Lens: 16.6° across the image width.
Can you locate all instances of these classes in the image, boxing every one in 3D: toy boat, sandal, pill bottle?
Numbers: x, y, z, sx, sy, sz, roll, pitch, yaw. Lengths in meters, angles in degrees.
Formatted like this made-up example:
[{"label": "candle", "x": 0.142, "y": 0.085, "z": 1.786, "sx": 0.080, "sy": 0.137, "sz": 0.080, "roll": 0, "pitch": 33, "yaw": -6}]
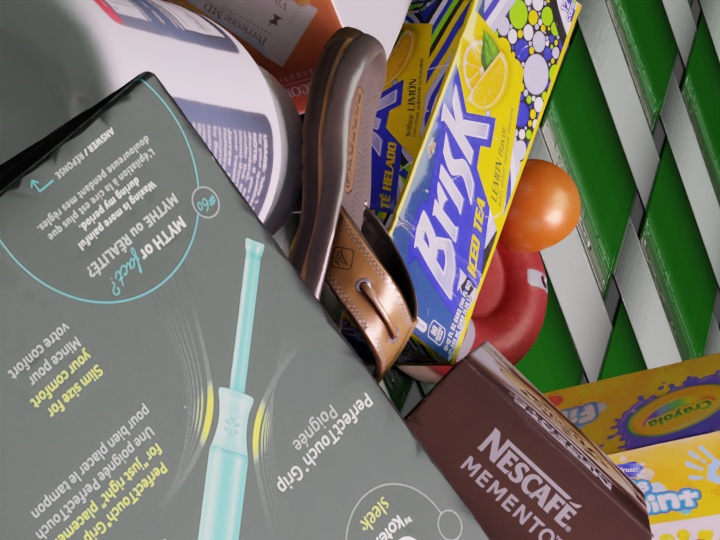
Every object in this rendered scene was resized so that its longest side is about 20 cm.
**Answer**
[{"label": "toy boat", "x": 0.057, "y": -0.023, "z": 1.328, "sx": 0.200, "sy": 0.130, "sz": 0.131, "roll": 43, "pitch": 39, "yaw": -55}, {"label": "sandal", "x": 0.000, "y": 0.000, "z": 1.041, "sx": 0.082, "sy": 0.054, "sz": 0.202, "roll": 14, "pitch": 84, "yaw": -82}, {"label": "pill bottle", "x": -0.099, "y": -0.049, "z": 0.963, "sx": 0.200, "sy": 0.119, "sz": 0.120, "roll": 3, "pitch": 74, "yaw": -68}]

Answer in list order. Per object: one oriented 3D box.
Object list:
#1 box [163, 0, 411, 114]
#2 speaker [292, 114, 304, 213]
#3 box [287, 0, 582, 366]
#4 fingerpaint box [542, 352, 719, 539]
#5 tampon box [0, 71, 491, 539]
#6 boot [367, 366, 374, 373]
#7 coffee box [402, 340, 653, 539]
[{"label": "box", "x": -0.075, "y": -0.169, "z": 1.090, "sx": 0.098, "sy": 0.124, "sz": 0.201, "roll": -69, "pitch": 140, "yaw": -56}, {"label": "speaker", "x": -0.025, "y": -0.121, "z": 1.249, "sx": 0.201, "sy": 0.081, "sz": 0.081, "roll": -78, "pitch": 148, "yaw": -47}, {"label": "box", "x": 0.033, "y": -0.058, "z": 1.153, "sx": 0.070, "sy": 0.064, "sz": 0.201, "roll": 38, "pitch": 62, "yaw": -38}, {"label": "fingerpaint box", "x": 0.135, "y": 0.146, "z": 1.329, "sx": 0.074, "sy": 0.199, "sz": 0.168, "roll": -73, "pitch": 143, "yaw": -55}, {"label": "tampon box", "x": -0.084, "y": 0.073, "z": 0.779, "sx": 0.150, "sy": 0.126, "sz": 0.200, "roll": -43, "pitch": 102, "yaw": -37}, {"label": "boot", "x": -0.035, "y": 0.104, "z": 1.122, "sx": 0.200, "sy": 0.065, "sz": 0.166, "roll": -55, "pitch": 130, "yaw": -69}, {"label": "coffee box", "x": 0.066, "y": 0.100, "z": 1.118, "sx": 0.113, "sy": 0.080, "sz": 0.200, "roll": 44, "pitch": 4, "yaw": 3}]
